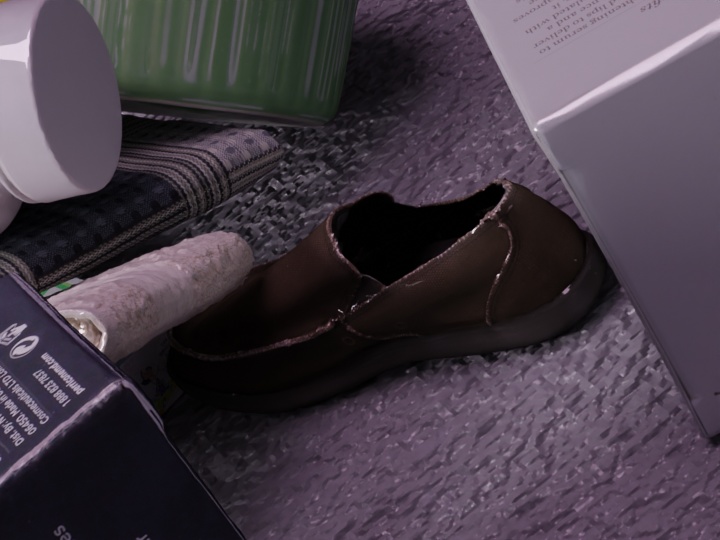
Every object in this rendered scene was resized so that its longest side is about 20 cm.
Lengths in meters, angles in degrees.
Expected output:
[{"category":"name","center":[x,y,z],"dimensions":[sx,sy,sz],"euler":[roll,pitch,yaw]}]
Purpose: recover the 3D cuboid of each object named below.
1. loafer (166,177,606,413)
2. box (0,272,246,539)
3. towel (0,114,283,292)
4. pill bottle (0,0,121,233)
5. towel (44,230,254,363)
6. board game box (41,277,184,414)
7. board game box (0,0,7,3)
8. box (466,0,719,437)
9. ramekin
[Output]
[{"category":"loafer","center":[0.000,0.000,1.045],"dimensions":[0.199,0.071,0.073],"euler":[-16,35,26]},{"category":"box","center":[-0.119,0.145,0.832],"dimensions":[0.200,0.197,0.117],"euler":[-40,31,-10]},{"category":"towel","center":[-0.162,-0.022,1.146],"dimensions":[0.192,0.035,0.200],"euler":[-30,25,-31]},{"category":"pill bottle","center":[-0.205,-0.057,1.063],"dimensions":[0.199,0.112,0.112],"euler":[-9,38,19]},{"category":"towel","center":[-0.147,0.037,1.030],"dimensions":[0.200,0.035,0.132],"euler":[-23,5,28]},{"category":"board game box","center":[-0.174,0.056,1.162],"dimensions":[0.134,0.034,0.200],"euler":[-46,33,-21]},{"category":"board game box","center":[-0.225,-0.130,1.176],"dimensions":[0.200,0.030,0.096],"euler":[45,124,38]},{"category":"box","center":[0.118,-0.066,0.952],"dimensions":[0.106,0.152,0.200],"euler":[-29,32,6]},{"category":"ramekin","center":[-0.094,-0.123,1.190],"dimensions":[0.200,0.200,0.098],"euler":[8,92,47]}]
